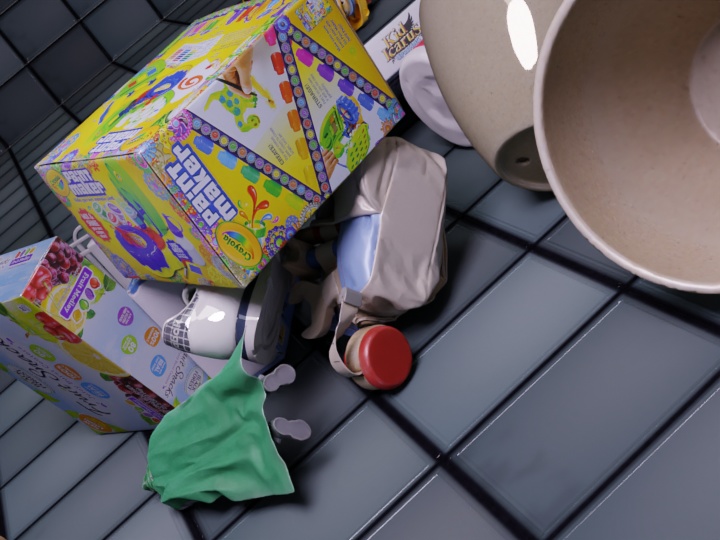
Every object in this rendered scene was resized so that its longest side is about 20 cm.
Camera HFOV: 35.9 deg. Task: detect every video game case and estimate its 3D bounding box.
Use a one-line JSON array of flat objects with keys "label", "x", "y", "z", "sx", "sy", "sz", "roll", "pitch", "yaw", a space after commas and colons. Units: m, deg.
[{"label": "video game case", "x": 0.005, "y": -0.189, "z": 1.173, "sx": 0.181, "sy": 0.046, "sz": 0.200, "roll": -42, "pitch": -2, "yaw": -10}]

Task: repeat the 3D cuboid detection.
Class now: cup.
[{"label": "cup", "x": 0.146, "y": -0.149, "z": 0.861, "sx": 0.199, "sy": 0.199, "sz": 0.145, "roll": -21, "pitch": 56, "yaw": 33}, {"label": "cup", "x": 0.222, "y": -0.103, "z": 0.659, "sx": 0.199, "sy": 0.203, "sz": 0.143, "roll": -17, "pitch": 4, "yaw": 38}]

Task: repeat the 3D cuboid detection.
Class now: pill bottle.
[{"label": "pill bottle", "x": 0.137, "y": -0.223, "z": 1.064, "sx": 0.200, "sy": 0.111, "sz": 0.110, "roll": -48, "pitch": 26, "yaw": -21}]

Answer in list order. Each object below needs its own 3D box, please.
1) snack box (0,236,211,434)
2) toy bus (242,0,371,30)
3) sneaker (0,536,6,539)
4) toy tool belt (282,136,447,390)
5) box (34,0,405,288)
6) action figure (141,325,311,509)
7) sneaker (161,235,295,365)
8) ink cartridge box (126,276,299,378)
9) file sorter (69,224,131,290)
[{"label": "snack box", "x": -0.249, "y": 0.066, "z": 0.983, "sx": 0.167, "sy": 0.200, "sz": 0.068, "roll": -11, "pitch": 45, "yaw": 44}, {"label": "toy bus", "x": -0.054, "y": -0.380, "z": 1.610, "sx": 0.190, "sy": 0.137, "sz": 0.200, "roll": -28, "pitch": 23, "yaw": -17}, {"label": "sneaker", "x": -0.376, "y": 0.294, "z": 0.945, "sx": 0.199, "sy": 0.067, "sz": 0.090, "roll": -25, "pitch": 35, "yaw": 27}, {"label": "toy tool belt", "x": 0.000, "y": 0.000, "z": 0.873, "sx": 0.122, "sy": 0.124, "sz": 0.203, "roll": -16, "pitch": 59, "yaw": 52}, {"label": "box", "x": -0.110, "y": -0.099, "z": 0.842, "sx": 0.193, "sy": 0.122, "sz": 0.199, "roll": -48, "pitch": 27, "yaw": -24}, {"label": "action figure", "x": -0.112, "y": 0.132, "z": 0.835, "sx": 0.199, "sy": 0.054, "sz": 0.120, "roll": -33, "pitch": 65, "yaw": 44}, {"label": "sneaker", "x": -0.096, "y": -0.008, "z": 0.884, "sx": 0.079, "sy": 0.077, "sz": 0.201, "roll": 1, "pitch": 35, "yaw": 10}, {"label": "ink cartridge box", "x": -0.124, "y": -0.007, "z": 1.014, "sx": 0.076, "sy": 0.137, "sz": 0.201, "roll": -33, "pitch": 24, "yaw": 19}, {"label": "file sorter", "x": -0.237, "y": -0.017, "z": 1.196, "sx": 0.124, "sy": 0.139, "sz": 0.201, "roll": -25, "pitch": 27, "yaw": 31}]
